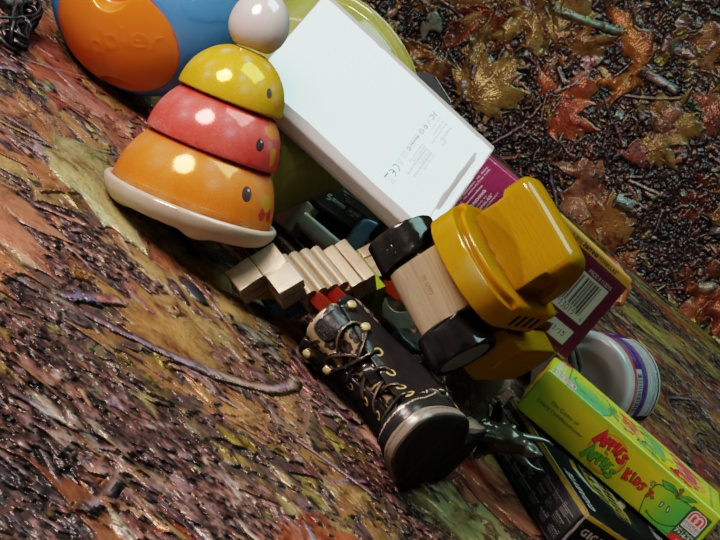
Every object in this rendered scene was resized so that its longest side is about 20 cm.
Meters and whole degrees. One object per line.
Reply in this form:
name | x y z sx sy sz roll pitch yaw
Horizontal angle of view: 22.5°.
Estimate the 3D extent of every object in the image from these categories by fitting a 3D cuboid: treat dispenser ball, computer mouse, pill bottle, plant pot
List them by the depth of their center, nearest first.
plant pot | -0.077 -0.128 1.605 0.200 0.200 0.190 42 42 8
computer mouse | -0.362 -0.280 1.627 0.200 0.046 0.140 39 13 -9
treat dispenser ball | -0.195 -0.267 1.728 0.201 0.201 0.201 39 12 -9
pill bottle | 0.263 0.123 1.968 0.111 0.111 0.200 44 12 18

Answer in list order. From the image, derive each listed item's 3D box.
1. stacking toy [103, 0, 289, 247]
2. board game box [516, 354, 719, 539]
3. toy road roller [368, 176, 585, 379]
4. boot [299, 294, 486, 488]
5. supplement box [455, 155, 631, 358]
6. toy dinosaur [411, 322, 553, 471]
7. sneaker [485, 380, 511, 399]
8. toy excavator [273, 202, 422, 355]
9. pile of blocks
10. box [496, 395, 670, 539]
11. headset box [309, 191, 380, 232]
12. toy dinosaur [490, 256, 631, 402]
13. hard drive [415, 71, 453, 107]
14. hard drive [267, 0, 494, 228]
stacking toy | -0.108 -0.129 1.439 0.146 0.200 0.146 20 8 -3
board game box | 0.236 0.165 1.646 0.200 0.048 0.102 41 10 4
toy road roller | 0.116 0.003 1.454 0.123 0.146 0.200 63 20 17
boot | 0.016 0.089 1.388 0.151 0.073 0.200 45 8 16
supplement box | 0.139 -0.028 1.711 0.131 0.103 0.200 37 6 -40
toy dinosaur | 0.077 0.091 1.554 0.102 0.077 0.200 27 32 -60
sneaker | 0.082 0.043 1.730 0.082 0.075 0.200 -5 44 -50
toy excavator | 0.000 0.000 1.680 0.194 0.100 0.200 39 -2 -6
pile of blocks | -0.022 0.022 1.493 0.200 0.082 0.062 -7 46 -42
box | 0.206 0.213 1.608 0.160 0.049 0.200 37 12 -27
headset box | -0.018 -0.090 1.839 0.149 0.075 0.200 34 -2 -30
toy dinosaur | 0.172 0.043 1.793 0.200 0.182 0.105 31 15 -37
hard drive | 0.059 -0.104 1.967 0.038 0.200 0.140 6 18 -9
hard drive | 0.009 -0.127 1.539 0.200 0.026 0.132 42 54 -7
